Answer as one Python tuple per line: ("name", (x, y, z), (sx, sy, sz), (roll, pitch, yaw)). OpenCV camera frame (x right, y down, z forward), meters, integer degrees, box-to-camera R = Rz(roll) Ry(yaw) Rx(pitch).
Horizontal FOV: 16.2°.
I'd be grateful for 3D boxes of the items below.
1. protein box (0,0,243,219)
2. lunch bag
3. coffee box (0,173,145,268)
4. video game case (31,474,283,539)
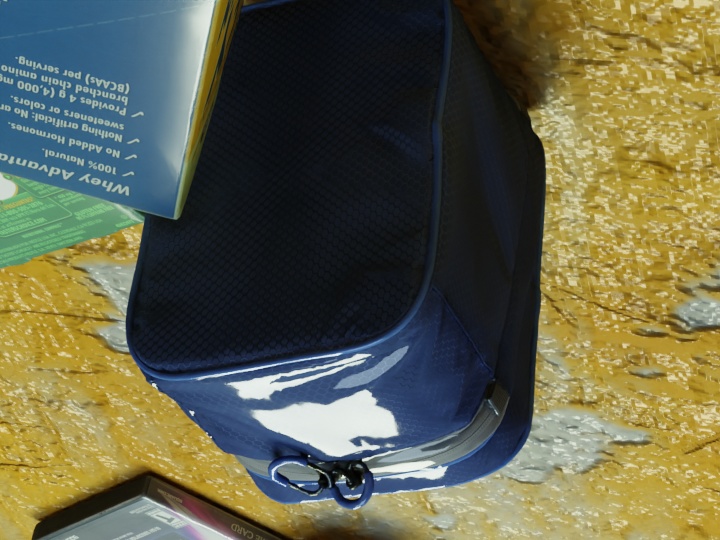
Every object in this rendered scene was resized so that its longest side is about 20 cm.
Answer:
("protein box", (-0.132, -0.143, 0.879), (0.198, 0.135, 0.200), (15, 152, -2))
("lunch bag", (0.000, 0.000, 1.012), (0.136, 0.200, 0.132), (-8, 148, 25))
("coffee box", (-0.198, -0.074, 1.131), (0.123, 0.044, 0.200), (-16, 140, 42))
("video game case", (-0.087, 0.189, 1.583), (0.200, 0.019, 0.143), (29, 148, -25))
